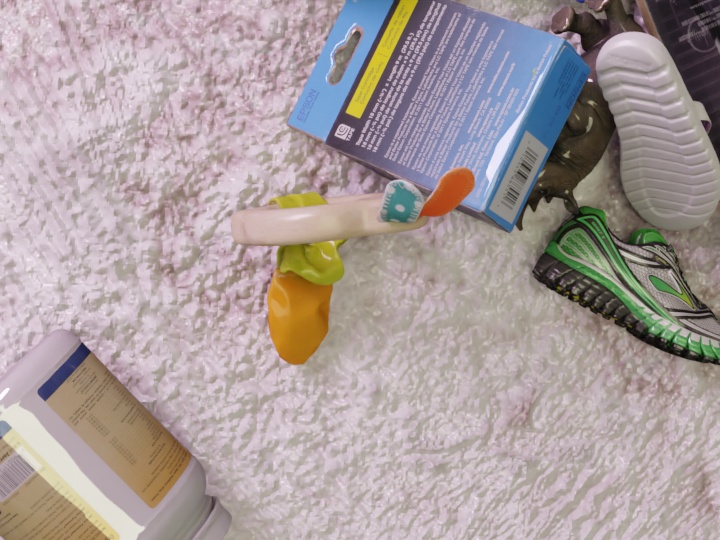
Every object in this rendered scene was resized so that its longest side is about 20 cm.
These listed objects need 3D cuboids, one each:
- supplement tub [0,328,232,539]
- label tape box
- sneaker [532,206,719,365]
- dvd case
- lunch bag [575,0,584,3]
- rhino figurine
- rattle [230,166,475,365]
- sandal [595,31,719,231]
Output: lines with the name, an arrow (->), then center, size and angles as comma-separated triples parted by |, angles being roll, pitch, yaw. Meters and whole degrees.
supplement tub -> -0.209, 0.160, 1.046 | 0.144, 0.144, 0.200 | -43, 98, -3
label tape box -> 0.059, -0.136, 1.088 | 0.200, 0.063, 0.144 | 27, 91, 33
sneaker -> 0.246, 0.016, 1.128 | 0.200, 0.078, 0.085 | 29, 87, -8
dvd case -> 0.316, -0.175, 1.139 | 0.149, 0.016, 0.200 | -25, 96, -20
lunch bag -> 0.139, -0.319, 1.098 | 0.150, 0.094, 0.200 | 19, 103, -9
rhino figurine -> 0.172, -0.122, 1.113 | 0.087, 0.060, 0.200 | 23, 92, -38
rattle -> 0.000, 0.000, 1.038 | 0.200, 0.130, 0.143 | 0, 83, 35
sandal -> 0.244, -0.112, 1.094 | 0.050, 0.082, 0.203 | -63, 144, -35
